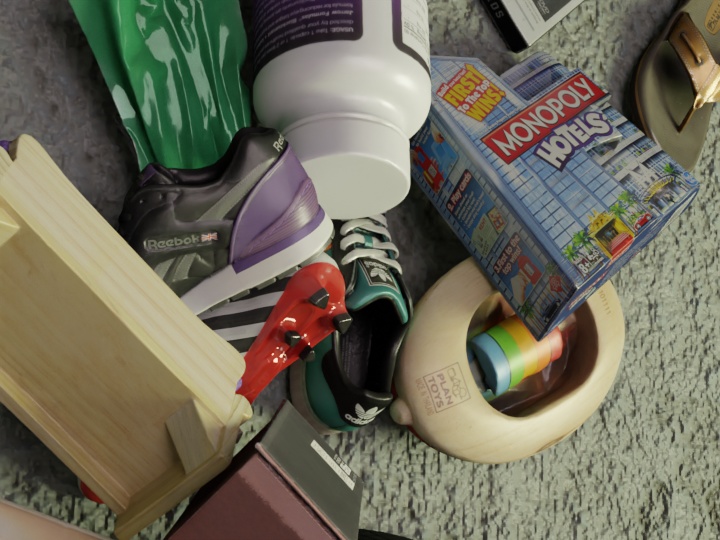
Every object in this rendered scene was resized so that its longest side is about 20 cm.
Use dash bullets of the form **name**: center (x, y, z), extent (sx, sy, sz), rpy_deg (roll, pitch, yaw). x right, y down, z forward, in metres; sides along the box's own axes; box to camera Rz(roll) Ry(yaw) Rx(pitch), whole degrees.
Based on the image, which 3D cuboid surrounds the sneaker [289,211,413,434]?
- **sneaker**: center (0.000, 0.000, 0.986), extent (0.071, 0.080, 0.203), rpy_deg (7, 75, -32)

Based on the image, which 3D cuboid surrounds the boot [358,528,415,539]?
- **boot**: center (-0.027, 0.243, 0.939), extent (0.202, 0.073, 0.156), rpy_deg (0, 97, -49)

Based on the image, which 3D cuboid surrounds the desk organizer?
- **desk organizer**: center (-0.050, 0.132, 0.849), extent (0.077, 0.200, 0.072), rpy_deg (-44, 90, 2)

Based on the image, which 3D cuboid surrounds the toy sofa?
- **toy sofa**: center (-0.152, 0.033, 0.814), extent (0.200, 0.083, 0.098), rpy_deg (48, 19, -18)

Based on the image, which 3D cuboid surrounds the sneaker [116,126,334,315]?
- **sneaker**: center (-0.120, -0.014, 0.883), extent (0.198, 0.076, 0.088), rpy_deg (-30, 112, -4)

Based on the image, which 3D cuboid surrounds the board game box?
- **board game box**: center (0.111, -0.082, 1.046), extent (0.200, 0.062, 0.200), rpy_deg (43, 47, 12)

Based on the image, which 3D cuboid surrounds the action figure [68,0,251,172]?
- **action figure**: center (-0.108, -0.093, 0.946), extent (0.117, 0.055, 0.203), rpy_deg (-17, 101, -23)

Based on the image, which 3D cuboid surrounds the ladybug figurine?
- **ladybug figurine**: center (0.091, 0.056, 1.041), extent (0.198, 0.072, 0.137), rpy_deg (-21, 92, -34)

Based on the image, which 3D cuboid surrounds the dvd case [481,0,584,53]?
- **dvd case**: center (0.141, -0.276, 1.161), extent (0.200, 0.025, 0.151), rpy_deg (-41, 104, -30)

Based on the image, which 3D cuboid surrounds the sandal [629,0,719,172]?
- **sandal**: center (0.267, -0.162, 1.203), extent (0.082, 0.054, 0.201), rpy_deg (42, 62, -19)

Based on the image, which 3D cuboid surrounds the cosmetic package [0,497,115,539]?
- **cosmetic package**: center (-0.189, 0.167, 0.825), extent (0.198, 0.105, 0.072), rpy_deg (25, 67, -25)

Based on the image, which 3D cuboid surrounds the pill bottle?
- **pill bottle**: center (-0.012, -0.140, 0.963), extent (0.110, 0.111, 0.202), rpy_deg (15, 60, -29)

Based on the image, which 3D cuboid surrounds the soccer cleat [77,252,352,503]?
- **soccer cleat**: center (-0.094, 0.056, 0.925), extent (0.200, 0.085, 0.069), rpy_deg (-43, 141, -5)
